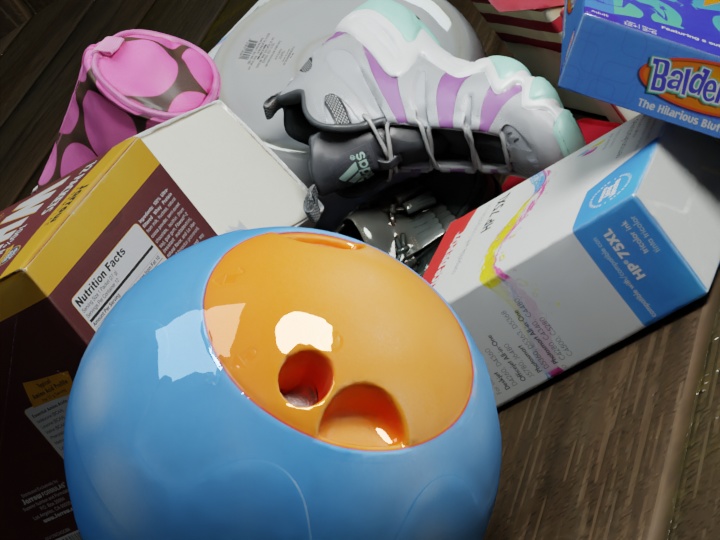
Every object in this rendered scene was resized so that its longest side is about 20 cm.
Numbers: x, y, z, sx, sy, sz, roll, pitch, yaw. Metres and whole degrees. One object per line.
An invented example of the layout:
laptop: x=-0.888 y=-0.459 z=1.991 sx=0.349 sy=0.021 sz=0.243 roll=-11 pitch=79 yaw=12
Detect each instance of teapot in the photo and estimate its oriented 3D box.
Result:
teapot: x=-0.003 y=-0.076 z=1.879 sx=0.199 sy=0.146 sz=0.198 roll=-22 pitch=46 yaw=-10

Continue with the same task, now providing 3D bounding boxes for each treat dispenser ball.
treat dispenser ball: x=-0.035 y=0.080 z=1.353 sx=0.201 sy=0.201 sz=0.201 roll=-36 pitch=15 yaw=11

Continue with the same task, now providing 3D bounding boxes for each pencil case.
pencil case: x=-0.154 y=-0.067 z=1.851 sx=0.091 sy=0.094 sz=0.200 roll=-44 pitch=-12 yaw=-43

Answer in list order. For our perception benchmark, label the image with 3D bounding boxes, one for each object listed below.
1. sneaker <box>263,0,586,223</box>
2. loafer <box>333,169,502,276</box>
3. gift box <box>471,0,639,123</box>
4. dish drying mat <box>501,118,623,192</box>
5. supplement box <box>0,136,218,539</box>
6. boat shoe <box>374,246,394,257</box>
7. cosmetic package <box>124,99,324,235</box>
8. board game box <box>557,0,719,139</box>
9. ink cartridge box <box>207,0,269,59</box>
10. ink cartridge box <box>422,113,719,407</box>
sneaker: x=0.026 y=-0.070 z=1.723 sx=0.140 sy=0.078 sz=0.200 roll=-41 pitch=45 yaw=-22
loafer: x=0.000 y=0.000 z=1.753 sx=0.200 sy=0.063 sz=0.072 roll=-43 pitch=43 yaw=-7
gift box: x=0.143 y=-0.209 z=1.814 sx=0.185 sy=0.200 sz=0.187 roll=-45 pitch=17 yaw=-5
dish drying mat: x=0.137 y=-0.060 z=1.720 sx=0.077 sy=0.018 sz=0.200 roll=-42 pitch=15 yaw=-9
supplement box: x=-0.157 y=0.067 z=1.687 sx=0.197 sy=0.200 sz=0.133 roll=-25 pitch=19 yaw=41
boat shoe: x=-0.002 y=0.051 z=1.635 sx=0.073 sy=0.063 sz=0.200 roll=-33 pitch=15 yaw=25
cosmetic package: x=-0.114 y=0.007 z=1.787 sx=0.087 sy=0.103 sz=0.200 roll=-29 pitch=-21 yaw=-42
board game box: x=0.181 y=-0.123 z=1.550 sx=0.200 sy=0.151 sz=0.045 roll=-80 pitch=8 yaw=-68
ink cartridge box: x=-0.034 y=-0.110 z=2.027 sx=0.085 sy=0.145 sz=0.200 roll=-18 pitch=25 yaw=52
ink cartridge box: x=0.095 y=0.002 z=1.540 sx=0.200 sy=0.067 sz=0.116 roll=-30 pitch=17 yaw=31
